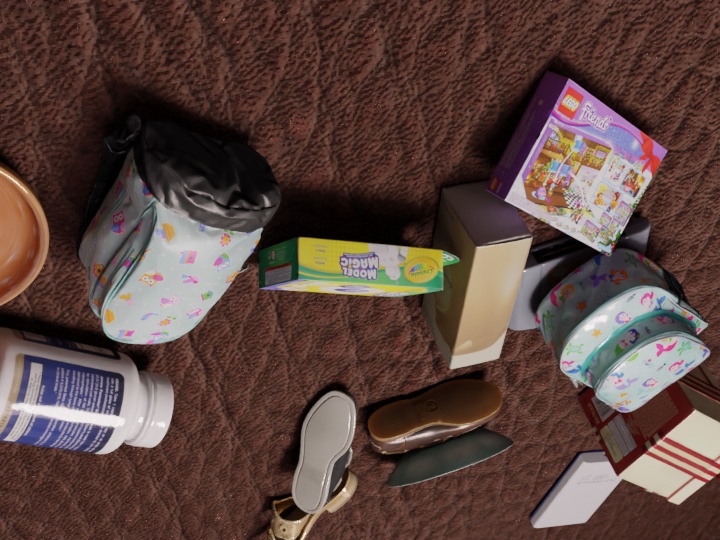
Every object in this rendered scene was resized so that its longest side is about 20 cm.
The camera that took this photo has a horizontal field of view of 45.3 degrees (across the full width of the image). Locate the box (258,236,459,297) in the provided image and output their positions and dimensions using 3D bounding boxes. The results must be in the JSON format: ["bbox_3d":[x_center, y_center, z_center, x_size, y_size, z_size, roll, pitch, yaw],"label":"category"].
[{"bbox_3d":[0.000,0.000,0.932,0.196,0.050,0.117,2,173,-27],"label":"box"}]

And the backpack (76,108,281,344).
[{"bbox_3d":[-0.183,-0.029,0.803,0.165,0.128,0.200,17,128,-40],"label":"backpack"}]

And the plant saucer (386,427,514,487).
[{"bbox_3d":[0.126,0.266,1.265,0.197,0.039,0.201,-19,173,-2],"label":"plant saucer"}]

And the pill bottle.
[{"bbox_3d":[-0.306,0.136,0.924,0.198,0.112,0.111,18,124,-37],"label":"pill bottle"}]

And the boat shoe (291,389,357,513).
[{"bbox_3d":[-0.042,0.243,1.194,0.060,0.073,0.204,-34,142,-58],"label":"boat shoe"}]

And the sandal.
[{"bbox_3d":[-0.100,0.358,1.292,0.069,0.078,0.212,39,105,-24],"label":"sandal"}]

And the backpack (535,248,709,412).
[{"bbox_3d":[0.324,0.073,1.081,0.177,0.152,0.199,-41,131,21],"label":"backpack"}]

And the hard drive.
[{"bbox_3d":[0.410,0.402,1.589,0.129,0.026,0.202,2,132,-26],"label":"hard drive"}]

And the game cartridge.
[{"bbox_3d":[0.278,0.009,1.122,0.196,0.042,0.135,-18,134,-7],"label":"game cartridge"}]

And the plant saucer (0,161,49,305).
[{"bbox_3d":[-0.383,-0.037,0.770,0.196,0.038,0.202,-14,137,-13],"label":"plant saucer"}]

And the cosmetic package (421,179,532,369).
[{"bbox_3d":[0.129,0.007,1.000,0.070,0.106,0.203,-11,135,-16],"label":"cosmetic package"}]

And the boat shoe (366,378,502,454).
[{"bbox_3d":[0.104,0.209,1.224,0.196,0.071,0.071,-12,142,-3],"label":"boat shoe"}]

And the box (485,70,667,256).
[{"bbox_3d":[0.240,-0.111,0.945,0.198,0.039,0.139,21,101,-38],"label":"box"}]

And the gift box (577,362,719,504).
[{"bbox_3d":[0.463,0.236,1.337,0.185,0.187,0.200,24,124,-30],"label":"gift box"}]
